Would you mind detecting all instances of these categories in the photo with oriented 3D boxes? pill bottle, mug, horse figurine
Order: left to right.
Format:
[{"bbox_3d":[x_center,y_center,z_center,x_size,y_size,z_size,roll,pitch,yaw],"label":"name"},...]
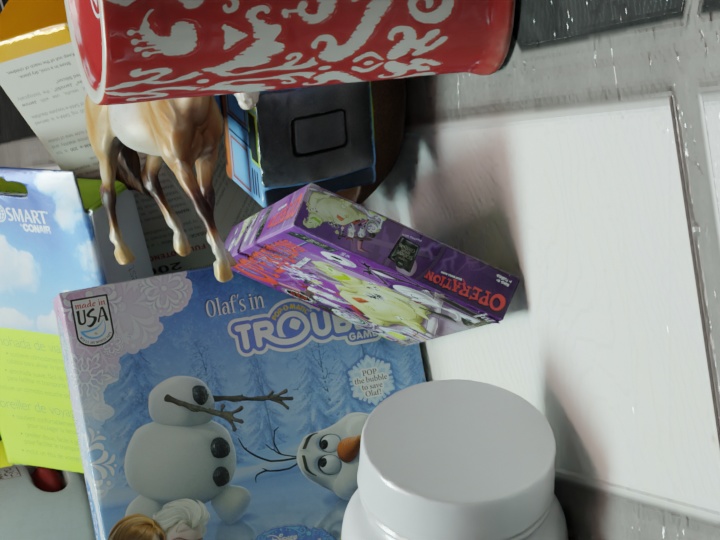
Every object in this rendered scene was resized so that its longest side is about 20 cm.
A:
[{"bbox_3d":[-0.106,-0.067,1.567,0.200,0.050,0.133,10,114,64],"label":"horse figurine"},{"bbox_3d":[-0.042,-0.168,1.410,0.133,0.199,0.179,-157,58,-74],"label":"mug"},{"bbox_3d":[0.046,0.162,1.456,0.114,0.114,0.201,-118,23,-51],"label":"pill bottle"}]

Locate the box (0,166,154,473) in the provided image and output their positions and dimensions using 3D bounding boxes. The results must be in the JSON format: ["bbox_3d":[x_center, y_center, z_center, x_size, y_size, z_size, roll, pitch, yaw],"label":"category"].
[{"bbox_3d":[-0.175,0.023,1.715,0.121,0.048,0.201,5,117,36],"label":"box"}]

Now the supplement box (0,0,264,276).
[{"bbox_3d":[-0.127,-0.100,1.725,0.200,0.073,0.126,57,-143,-30],"label":"supplement box"}]

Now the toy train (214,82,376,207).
[{"bbox_3d":[-0.045,-0.136,1.558,0.114,0.086,0.201,-140,42,-57],"label":"toy train"}]

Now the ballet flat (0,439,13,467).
[{"bbox_3d":[-0.346,0.253,3.198,0.067,0.066,0.201,-54,46,41],"label":"ballet flat"}]

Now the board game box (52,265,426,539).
[{"bbox_3d":[-0.058,0.095,1.643,0.043,0.199,0.200,143,116,-76],"label":"board game box"}]

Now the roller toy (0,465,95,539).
[{"bbox_3d":[-0.343,0.290,3.027,0.183,0.139,0.201,107,151,-59],"label":"roller toy"}]

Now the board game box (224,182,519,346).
[{"bbox_3d":[0.000,0.000,1.533,0.032,0.120,0.200,-64,9,-11],"label":"board game box"}]

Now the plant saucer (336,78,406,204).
[{"bbox_3d":[-0.012,-0.133,1.654,0.200,0.034,0.202,170,90,-76],"label":"plant saucer"}]
